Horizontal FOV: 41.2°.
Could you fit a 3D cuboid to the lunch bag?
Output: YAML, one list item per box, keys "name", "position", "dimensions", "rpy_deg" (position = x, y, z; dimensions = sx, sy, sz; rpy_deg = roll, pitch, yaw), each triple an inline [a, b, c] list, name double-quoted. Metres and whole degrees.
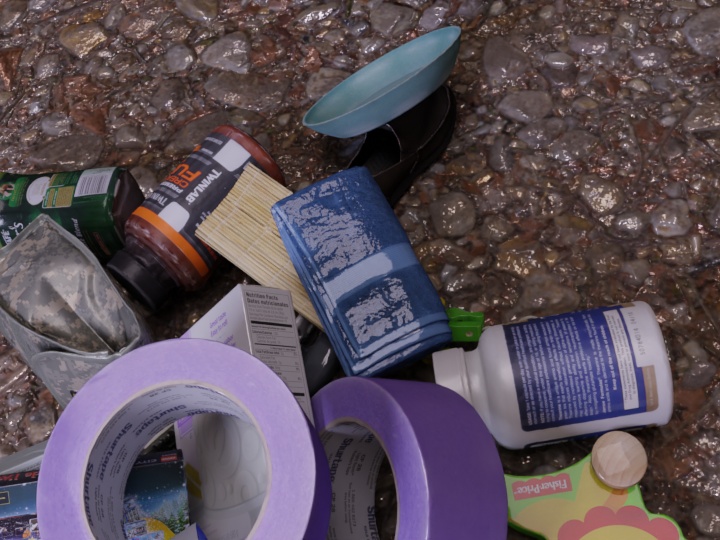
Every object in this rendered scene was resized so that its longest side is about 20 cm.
- name: "lunch bag"
  position: [-0.262, 0.072, 0.931]
  dimensions: [0.199, 0.165, 0.118]
  rpy_deg: [34, 65, 28]

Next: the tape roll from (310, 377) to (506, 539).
- name: "tape roll"
  position: [0.020, 0.191, 0.777]
  dimensions: [0.199, 0.084, 0.203]
  rpy_deg: [-13, 73, 51]

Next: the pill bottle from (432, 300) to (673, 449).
- name: "pill bottle"
  position: [0.168, 0.098, 0.857]
  dimensions: [0.197, 0.111, 0.112]
  rpy_deg: [-10, 57, 5]

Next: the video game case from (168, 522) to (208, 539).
- name: "video game case"
  position: [-0.153, 0.331, 0.749]
  dimensions: [0.180, 0.202, 0.045]
  rpy_deg: [-31, 15, -7]

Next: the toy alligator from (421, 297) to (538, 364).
- name: "toy alligator"
  position: [0.079, 0.054, 0.940]
  dimensions: [0.197, 0.060, 0.054]
  rpy_deg: [-4, 18, 10]

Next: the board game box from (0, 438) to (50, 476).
- name: "board game box"
  position: [-0.278, 0.261, 0.812]
  dimensions: [0.146, 0.064, 0.203]
  rpy_deg: [-21, 97, -4]

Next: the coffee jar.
- name: "coffee jar"
  position: [-0.343, -0.059, 1.064]
  dimensions: [0.197, 0.105, 0.086]
  rpy_deg: [-1, 56, 12]

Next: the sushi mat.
- name: "sushi mat"
  position: [-0.064, -0.019, 0.950]
  dimensions: [0.199, 0.012, 0.096]
  rpy_deg: [35, 74, 17]

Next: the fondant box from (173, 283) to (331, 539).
- name: "fondant box"
  position: [-0.102, 0.134, 0.820]
  dimensions: [0.144, 0.058, 0.203]
  rpy_deg: [-38, 54, 43]

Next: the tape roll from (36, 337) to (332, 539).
- name: "tape roll"
  position: [-0.122, 0.157, 0.689]
  dimensions: [0.197, 0.085, 0.203]
  rpy_deg: [-2, 68, 5]

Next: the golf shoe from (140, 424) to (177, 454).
- name: "golf shoe"
  position: [-0.238, 0.202, 0.903]
  dimensions: [0.088, 0.078, 0.200]
  rpy_deg: [35, 71, 33]

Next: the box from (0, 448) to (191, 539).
- name: "box"
  position: [-0.233, 0.227, 0.762]
  dimensions: [0.197, 0.038, 0.139]
  rpy_deg: [-6, 94, -13]

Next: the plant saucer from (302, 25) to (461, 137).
- name: "plant saucer"
  position: [0.029, -0.199, 1.045]
  dimensions: [0.198, 0.036, 0.201]
  rpy_deg: [-28, 20, 11]

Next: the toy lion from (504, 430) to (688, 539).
- name: "toy lion"
  position: [0.183, 0.244, 0.802]
  dimensions: [0.197, 0.069, 0.194]
  rpy_deg: [-10, 65, 6]

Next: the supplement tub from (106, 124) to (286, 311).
- name: "supplement tub"
  position: [-0.177, -0.053, 1.023]
  dimensions: [0.106, 0.107, 0.200]
  rpy_deg: [31, 69, 26]

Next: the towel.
- name: "towel"
  position: [0.000, 0.000, 0.903]
  dimensions: [0.110, 0.049, 0.202]
  rpy_deg: [-25, 68, -5]

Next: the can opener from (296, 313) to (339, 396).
- name: "can opener"
  position: [-0.088, 0.129, 0.927]
  dimensions: [0.066, 0.054, 0.201]
  rpy_deg: [25, 68, 25]

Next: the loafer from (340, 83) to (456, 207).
- name: "loafer"
  position: [0.044, -0.141, 1.050]
  dimensions: [0.072, 0.072, 0.201]
  rpy_deg: [22, 66, 23]
